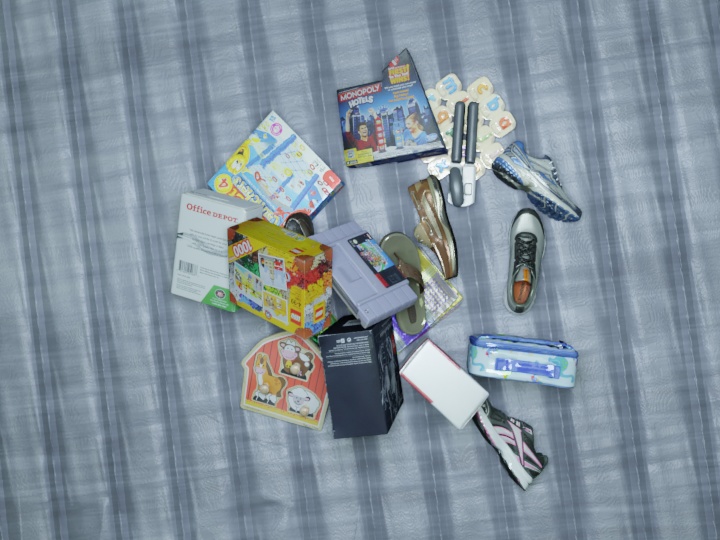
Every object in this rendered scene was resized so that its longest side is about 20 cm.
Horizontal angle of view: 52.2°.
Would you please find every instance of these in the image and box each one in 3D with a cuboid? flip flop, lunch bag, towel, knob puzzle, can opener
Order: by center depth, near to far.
[{"bbox_3d":[0.297,0.165,1.357,0.195,0.161,0.085,6,90,6],"label":"lunch bag"},{"bbox_3d":[0.087,0.026,1.381,0.079,0.057,0.205,-14,101,-14],"label":"flip flop"},{"bbox_3d":[0.198,-0.223,1.404,0.052,0.067,0.206,3,92,6],"label":"can opener"},{"bbox_3d":[-0.141,0.207,1.427,0.214,0.031,0.225,4,111,10],"label":"knob puzzle"},{"bbox_3d":[0.087,0.064,1.448,0.199,0.023,0.145,-38,87,4],"label":"towel"}]

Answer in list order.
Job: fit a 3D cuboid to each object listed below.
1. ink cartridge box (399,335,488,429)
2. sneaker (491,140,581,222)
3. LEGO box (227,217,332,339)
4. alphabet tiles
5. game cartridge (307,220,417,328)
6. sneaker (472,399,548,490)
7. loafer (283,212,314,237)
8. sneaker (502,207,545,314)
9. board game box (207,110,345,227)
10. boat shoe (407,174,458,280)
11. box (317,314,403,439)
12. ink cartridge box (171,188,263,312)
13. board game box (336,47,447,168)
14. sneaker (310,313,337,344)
[{"bbox_3d":[0.147,0.198,1.352,0.145,0.200,0.083,41,90,4],"label":"ink cartridge box"},{"bbox_3d":[0.350,-0.173,1.401,0.199,0.077,0.086,38,82,-1],"label":"sneaker"},{"bbox_3d":[-0.145,0.010,1.313,0.197,0.076,0.152,22,121,35],"label":"LEGO box"},{"bbox_3d":[0.196,-0.278,1.445,0.194,0.015,0.202,-34,86,7],"label":"alphabet tiles"},{"bbox_3d":[0.000,0.000,1.319,0.128,0.039,0.201,-24,63,-33],"label":"game cartridge"},{"bbox_3d":[0.284,0.311,1.409,0.085,0.080,0.202,-34,94,-8],"label":"sneaker"},{"bbox_3d":[-0.113,-0.008,1.369,0.071,0.071,0.205,-14,87,13],"label":"loafer"},{"bbox_3d":[0.315,-0.017,1.399,0.072,0.079,0.206,5,89,7],"label":"sneaker"},{"bbox_3d":[-0.167,-0.172,1.457,0.200,0.056,0.196,44,93,4],"label":"board game box"},{"bbox_3d":[0.140,-0.080,1.424,0.072,0.076,0.205,-15,80,11],"label":"boat shoe"},{"bbox_3d":[0.006,0.185,1.352,0.101,0.200,0.187,-7,96,13],"label":"box"},{"bbox_3d":[-0.276,-0.043,1.419,0.143,0.083,0.205,16,107,15],"label":"ink cartridge box"},{"bbox_3d":[0.059,-0.314,1.429,0.195,0.062,0.205,-8,86,14],"label":"board game box"},{"bbox_3d":[-0.104,0.073,1.435,0.074,0.084,0.200,-45,85,4],"label":"sneaker"}]
